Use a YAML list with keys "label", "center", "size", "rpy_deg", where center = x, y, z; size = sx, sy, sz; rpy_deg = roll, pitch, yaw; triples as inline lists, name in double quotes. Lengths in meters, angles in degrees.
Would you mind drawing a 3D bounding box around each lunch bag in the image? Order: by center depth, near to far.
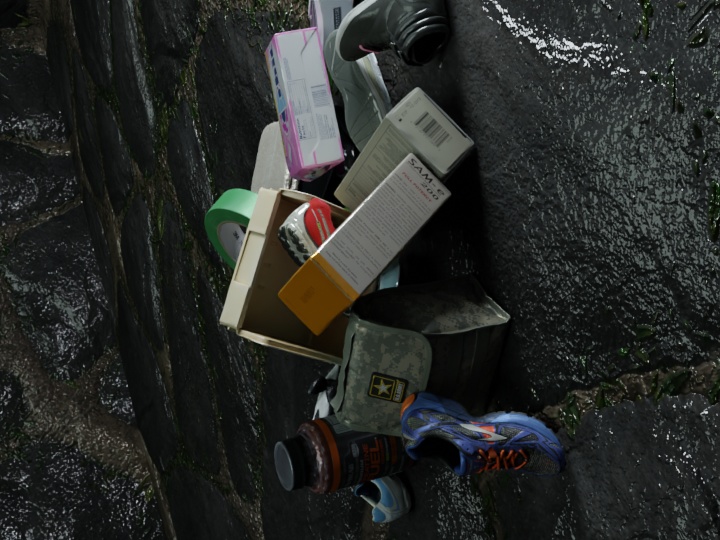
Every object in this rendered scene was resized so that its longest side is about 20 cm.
- label: "lunch bag"
  center: [0.065, 0.109, 1.211]
  size: [0.118, 0.197, 0.166]
  rpy_deg: [52, 141, 45]

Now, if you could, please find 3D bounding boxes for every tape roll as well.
- label: "tape roll"
  center: [-0.159, -0.041, 1.602]
  size: [0.198, 0.048, 0.202]
  rpy_deg: [28, 151, 17]

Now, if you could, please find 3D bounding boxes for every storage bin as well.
- label: "storage bin"
  center: [-0.074, 0.009, 1.358]
  size: [0.093, 0.197, 0.203]
  rpy_deg: [15, 87, 40]

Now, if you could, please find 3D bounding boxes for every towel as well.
- label: "towel"
  center: [-0.136, -0.160, 1.646]
  size: [0.132, 0.034, 0.204]
  rpy_deg: [-12, 65, 55]

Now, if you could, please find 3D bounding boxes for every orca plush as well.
- label: "orca plush"
  center: [-0.037, 0.222, 1.530]
  size: [0.070, 0.200, 0.106]
  rpy_deg: [-1, 126, 40]

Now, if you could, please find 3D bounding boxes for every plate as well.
- label: "plate"
  center: [0.030, 0.075, 1.365]
  size: [0.200, 0.025, 0.204]
  rpy_deg: [-171, 90, -89]

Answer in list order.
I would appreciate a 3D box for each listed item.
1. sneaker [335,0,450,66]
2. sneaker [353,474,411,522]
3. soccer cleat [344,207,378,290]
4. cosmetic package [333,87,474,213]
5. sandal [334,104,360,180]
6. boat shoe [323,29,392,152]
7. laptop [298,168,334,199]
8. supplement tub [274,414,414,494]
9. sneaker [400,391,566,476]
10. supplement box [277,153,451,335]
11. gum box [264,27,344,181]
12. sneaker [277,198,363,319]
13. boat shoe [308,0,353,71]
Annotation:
- label: "sneaker"
  center: [0.038, -0.290, 1.250]
  size: [0.199, 0.070, 0.101]
  rpy_deg: [-30, 69, 48]
- label: "sneaker"
  center: [0.009, 0.306, 1.545]
  size: [0.200, 0.071, 0.073]
  rpy_deg: [-128, 36, -47]
- label: "soccer cleat"
  center: [0.000, 0.000, 1.470]
  size: [0.081, 0.067, 0.203]
  rpy_deg: [-32, 69, 49]
- label: "cosmetic package"
  center: [0.051, -0.127, 1.264]
  size: [0.105, 0.071, 0.200]
  rpy_deg: [45, 149, 1]
- label: "sandal"
  center: [-0.021, -0.167, 1.467]
  size: [0.201, 0.047, 0.076]
  rpy_deg: [57, 146, 40]
- label: "boat shoe"
  center: [0.012, -0.240, 1.371]
  size: [0.074, 0.064, 0.205]
  rpy_deg: [-40, 67, 47]
- label: "laptop"
  center: [-0.067, -0.095, 1.634]
  size: [0.202, 0.115, 0.187]
  rpy_deg: [59, 163, -24]
- label: "supplement tub"
  center: [-0.023, 0.261, 1.446]
  size: [0.107, 0.197, 0.109]
  rpy_deg: [35, 131, 55]
- label: "sneaker"
  center: [0.136, 0.205, 1.135]
  size: [0.079, 0.196, 0.076]
  rpy_deg: [-68, -15, -49]
- label: "supplement box"
  center: [0.005, -0.030, 1.168]
  size: [0.073, 0.200, 0.126]
  rpy_deg: [43, 150, -1]
- label: "gum box"
  center: [-0.082, -0.234, 1.438]
  size: [0.113, 0.065, 0.204]
  rpy_deg: [174, 84, -77]
- label: "sneaker"
  center: [-0.023, -0.008, 1.271]
  size: [0.077, 0.085, 0.201]
  rpy_deg: [22, 152, 49]
- label: "boat shoe"
  center: [-0.044, -0.388, 1.423]
  size: [0.068, 0.071, 0.203]
  rpy_deg: [41, 141, 51]
